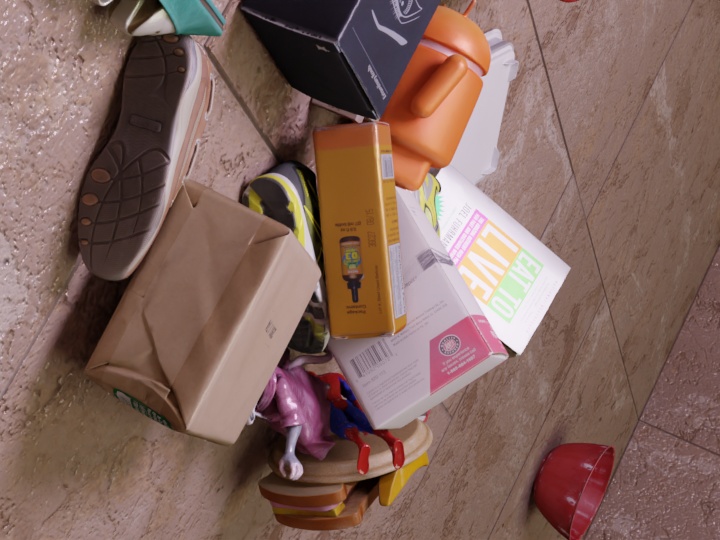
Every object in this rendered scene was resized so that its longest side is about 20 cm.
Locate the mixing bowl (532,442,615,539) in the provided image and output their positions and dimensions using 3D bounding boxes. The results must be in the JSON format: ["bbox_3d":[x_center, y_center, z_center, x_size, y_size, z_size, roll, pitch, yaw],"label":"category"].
[{"bbox_3d":[0.398,0.409,2.743,0.200,0.107,0.202,-49,151,-39],"label":"mixing bowl"}]

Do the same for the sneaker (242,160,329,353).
[{"bbox_3d":[-0.054,-0.013,1.388,0.085,0.074,0.202,-49,139,-49],"label":"sneaker"}]

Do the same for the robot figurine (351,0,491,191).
[{"bbox_3d":[0.065,-0.184,1.472,0.202,0.115,0.144,-67,157,-3],"label":"robot figurine"}]

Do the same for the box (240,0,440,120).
[{"bbox_3d":[0.000,-0.263,1.276,0.202,0.103,0.148,-62,157,-13],"label":"box"}]

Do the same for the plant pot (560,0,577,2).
[{"bbox_3d":[0.175,-0.379,1.467,0.200,0.181,0.202,-45,149,-37],"label":"plant pot"}]

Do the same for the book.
[{"bbox_3d":[0.135,-0.012,1.669,0.134,0.199,0.048,-55,-169,-18],"label":"book"}]

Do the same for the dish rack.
[{"bbox_3d":[0.135,-0.178,1.728,0.171,0.043,0.202,-35,141,-53],"label":"dish rack"}]

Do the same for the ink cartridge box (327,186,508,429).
[{"bbox_3d":[0.036,0.038,1.447,0.146,0.202,0.083,-33,165,14],"label":"ink cartridge box"}]

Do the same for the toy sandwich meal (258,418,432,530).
[{"bbox_3d":[-0.011,0.213,1.566,0.205,0.203,0.071,-31,116,-55],"label":"toy sandwich meal"}]

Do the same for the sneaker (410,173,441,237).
[{"bbox_3d":[0.056,-0.017,1.582,0.076,0.075,0.203,6,92,-38],"label":"sneaker"}]

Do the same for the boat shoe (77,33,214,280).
[{"bbox_3d":[-0.160,-0.086,1.124,0.202,0.075,0.072,-68,159,5],"label":"boat shoe"}]

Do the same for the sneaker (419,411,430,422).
[{"bbox_3d":[0.034,0.175,1.782,0.200,0.070,0.099,-42,149,-43],"label":"sneaker"}]

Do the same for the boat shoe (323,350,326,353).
[{"bbox_3d":[0.000,0.000,1.550,0.072,0.071,0.202,5,106,-66],"label":"boat shoe"}]

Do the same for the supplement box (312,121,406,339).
[{"bbox_3d":[0.000,-0.038,1.369,0.069,0.066,0.203,-11,97,-76],"label":"supplement box"}]

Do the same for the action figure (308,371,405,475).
[{"bbox_3d":[-0.020,0.156,1.524,0.065,0.200,0.052,-10,117,-21],"label":"action figure"}]

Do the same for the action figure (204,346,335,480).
[{"bbox_3d":[-0.078,0.120,1.410,0.150,0.133,0.200,-65,160,-8],"label":"action figure"}]

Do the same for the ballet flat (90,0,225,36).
[{"bbox_3d":[-0.164,-0.211,1.025,0.071,0.067,0.200,-49,151,-6],"label":"ballet flat"}]

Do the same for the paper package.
[{"bbox_3d":[-0.126,0.043,1.223,0.192,0.102,0.200,-63,170,-7],"label":"paper package"}]

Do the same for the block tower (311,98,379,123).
[{"bbox_3d":[0.021,-0.243,1.404,0.202,0.054,0.058,-67,156,-1],"label":"block tower"}]
